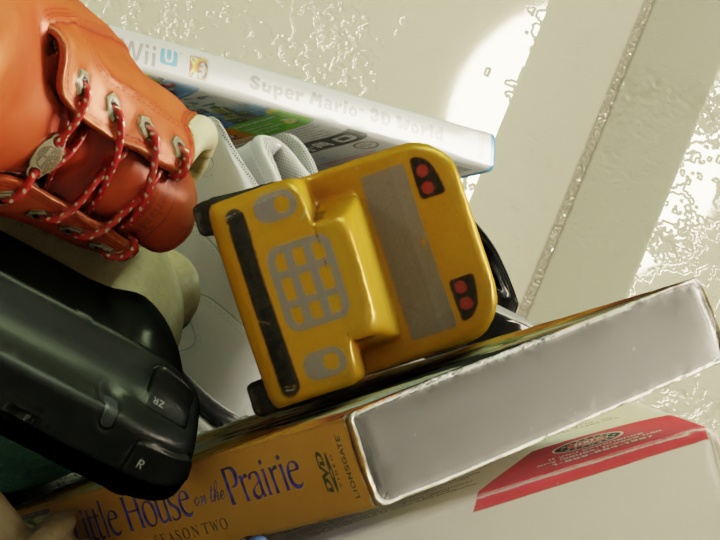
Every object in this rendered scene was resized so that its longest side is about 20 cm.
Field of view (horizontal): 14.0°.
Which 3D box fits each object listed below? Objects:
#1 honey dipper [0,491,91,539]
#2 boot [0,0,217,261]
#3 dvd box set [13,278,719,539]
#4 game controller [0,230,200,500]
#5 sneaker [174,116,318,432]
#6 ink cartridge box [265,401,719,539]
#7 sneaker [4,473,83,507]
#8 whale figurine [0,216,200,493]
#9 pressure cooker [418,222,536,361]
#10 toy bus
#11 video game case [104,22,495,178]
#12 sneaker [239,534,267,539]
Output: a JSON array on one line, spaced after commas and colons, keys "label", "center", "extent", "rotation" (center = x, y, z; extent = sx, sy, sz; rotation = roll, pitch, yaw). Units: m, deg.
[{"label": "honey dipper", "center": [-0.135, 0.040, 0.863], "extent": [0.200, 0.038, 0.038], "rotation": [51, -4, -4]}, {"label": "boot", "center": [-0.092, -0.044, 0.846], "extent": [0.107, 0.075, 0.200], "rotation": [40, 10, -1]}, {"label": "dvd box set", "center": [-0.005, 0.053, 0.899], "extent": [0.146, 0.029, 0.200], "rotation": [-19, 0, -38]}, {"label": "game controller", "center": [-0.133, -0.001, 0.821], "extent": [0.200, 0.042, 0.104], "rotation": [30, 9, -19]}, {"label": "sneaker", "center": [-0.085, -0.020, 1.100], "extent": [0.200, 0.115, 0.075], "rotation": [39, 14, 25]}, {"label": "ink cartridge box", "center": [0.038, 0.101, 0.970], "extent": [0.145, 0.085, 0.200], "rotation": [-16, 3, -6]}, {"label": "sneaker", "center": [-0.127, 0.076, 1.072], "extent": [0.114, 0.076, 0.199], "rotation": [30, 1, -20]}, {"label": "whale figurine", "center": [-0.132, -0.007, 0.972], "extent": [0.159, 0.104, 0.200], "rotation": [23, 31, -24]}, {"label": "pressure cooker", "center": [-0.003, 0.063, 1.193], "extent": [0.178, 0.200, 0.176], "rotation": [23, -5, -15]}, {"label": "toy bus", "center": [0.000, 0.000, 0.920], "extent": [0.078, 0.065, 0.200], "rotation": [-17, 0, 3]}, {"label": "video game case", "center": [-0.067, -0.056, 1.158], "extent": [0.200, 0.018, 0.143], "rotation": [13, -16, -37]}, {"label": "sneaker", "center": [-0.013, 0.113, 0.745], "extent": [0.075, 0.079, 0.200], "rotation": [22, -1, -24]}]
